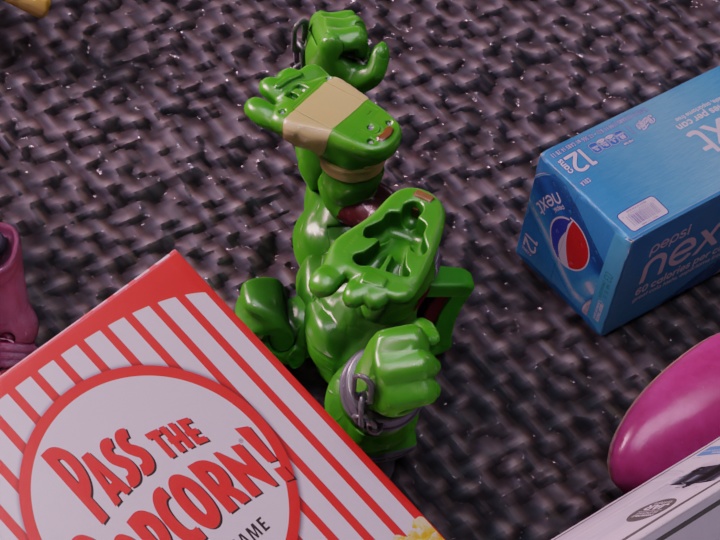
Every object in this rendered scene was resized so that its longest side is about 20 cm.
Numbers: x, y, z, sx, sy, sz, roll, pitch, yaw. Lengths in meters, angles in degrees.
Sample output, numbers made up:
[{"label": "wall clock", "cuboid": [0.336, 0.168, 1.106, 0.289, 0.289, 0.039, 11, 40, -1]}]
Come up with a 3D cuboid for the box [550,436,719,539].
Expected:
[{"label": "box", "cuboid": [0.099, 0.147, 0.687, 0.200, 0.060, 0.117, -28, 96, -28]}]

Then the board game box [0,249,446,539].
[{"label": "board game box", "cuboid": [-0.059, 0.111, 0.708, 0.200, 0.046, 0.151, 46, 55, 8]}]

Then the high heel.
[{"label": "high heel", "cuboid": [0.200, 0.060, 0.797, 0.200, 0.068, 0.096, -11, 16, -31]}]

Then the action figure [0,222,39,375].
[{"label": "action figure", "cuboid": [-0.187, 0.018, 0.801, 0.200, 0.134, 0.149, 48, 15, 16]}]

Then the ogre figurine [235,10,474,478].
[{"label": "ogre figurine", "cuboid": [0.000, 0.000, 0.804, 0.098, 0.120, 0.200, -21, 53, -19]}]

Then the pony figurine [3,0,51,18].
[{"label": "pony figurine", "cuboid": [-0.262, -0.186, 0.934, 0.200, 0.167, 0.193, 3, 54, -26]}]

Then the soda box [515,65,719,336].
[{"label": "soda box", "cuboid": [0.171, -0.049, 0.907, 0.200, 0.068, 0.064, -26, 57, -28]}]
